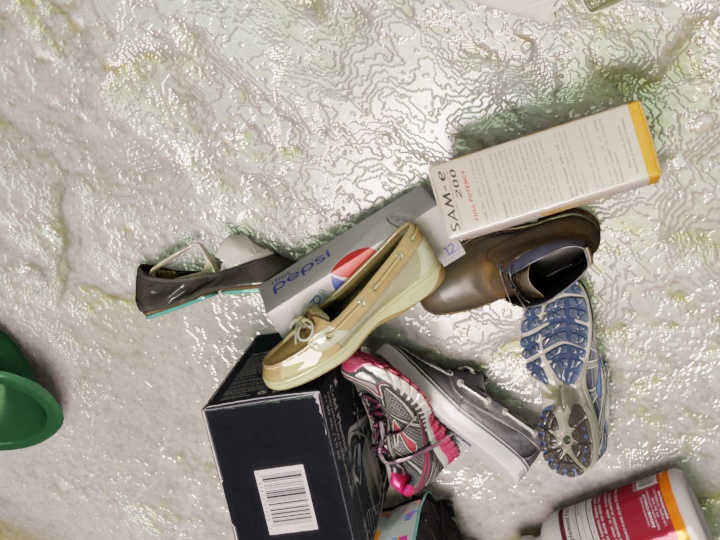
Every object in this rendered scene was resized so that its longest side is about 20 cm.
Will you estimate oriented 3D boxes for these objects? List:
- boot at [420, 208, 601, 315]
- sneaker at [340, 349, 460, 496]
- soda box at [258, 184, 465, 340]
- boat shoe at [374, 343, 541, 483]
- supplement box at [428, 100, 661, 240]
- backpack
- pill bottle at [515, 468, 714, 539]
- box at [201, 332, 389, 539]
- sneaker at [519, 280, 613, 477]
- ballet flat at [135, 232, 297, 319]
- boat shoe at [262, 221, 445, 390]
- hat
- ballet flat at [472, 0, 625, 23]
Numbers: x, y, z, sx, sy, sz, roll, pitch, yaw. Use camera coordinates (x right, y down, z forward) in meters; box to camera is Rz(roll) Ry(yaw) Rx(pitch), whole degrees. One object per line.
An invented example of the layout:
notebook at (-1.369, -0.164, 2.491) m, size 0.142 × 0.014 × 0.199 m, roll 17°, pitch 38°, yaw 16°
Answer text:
boot at (0.143, 0.001, 1.090) m, size 0.199 × 0.097 × 0.075 m, roll -26°, pitch 101°, yaw 15°
sneaker at (0.035, 0.157, 1.119) m, size 0.075 × 0.080 × 0.200 m, roll -45°, pitch 128°, yaw -14°
soda box at (0.000, 0.000, 1.095) m, size 0.199 × 0.068 × 0.064 m, roll -32°, pitch 116°, yaw 1°
boat shoe at (0.106, 0.133, 1.155) m, size 0.200 × 0.072 × 0.068 m, roll 38°, pitch 75°, yaw 11°
supplement box at (0.174, -0.090, 1.037) m, size 0.199 × 0.126 × 0.074 m, roll -17°, pitch 88°, yaw 13°
backpack at (0.052, 0.357, 1.146) m, size 0.153 × 0.200 × 0.176 m, roll -25°, pitch 113°, yaw 16°
pill bottle at (0.262, 0.292, 1.150) m, size 0.199 × 0.113 × 0.113 m, roll -25°, pitch 101°, yaw 16°
box at (-0.058, 0.184, 1.124) m, size 0.123 × 0.197 × 0.201 m, roll -10°, pitch 105°, yaw 11°
sneaker at (0.217, 0.105, 1.128) m, size 0.077 × 0.085 × 0.202 m, roll -4°, pitch 86°, yaw 35°
ballet flat at (-0.149, 0.001, 1.155) m, size 0.199 × 0.068 × 0.069 m, roll -12°, pitch 96°, yaw 12°
boat shoe at (-0.015, 0.034, 1.030) m, size 0.200 × 0.073 × 0.063 m, roll -34°, pitch 111°, yaw -1°
hat at (-0.418, 0.080, 1.246) m, size 0.164 × 0.177 × 0.200 m, roll -11°, pitch 142°, yaw 10°
ballet flat at (0.194, -0.264, 1.025) m, size 0.199 × 0.069 × 0.070 m, roll -12°, pitch 104°, yaw 11°
